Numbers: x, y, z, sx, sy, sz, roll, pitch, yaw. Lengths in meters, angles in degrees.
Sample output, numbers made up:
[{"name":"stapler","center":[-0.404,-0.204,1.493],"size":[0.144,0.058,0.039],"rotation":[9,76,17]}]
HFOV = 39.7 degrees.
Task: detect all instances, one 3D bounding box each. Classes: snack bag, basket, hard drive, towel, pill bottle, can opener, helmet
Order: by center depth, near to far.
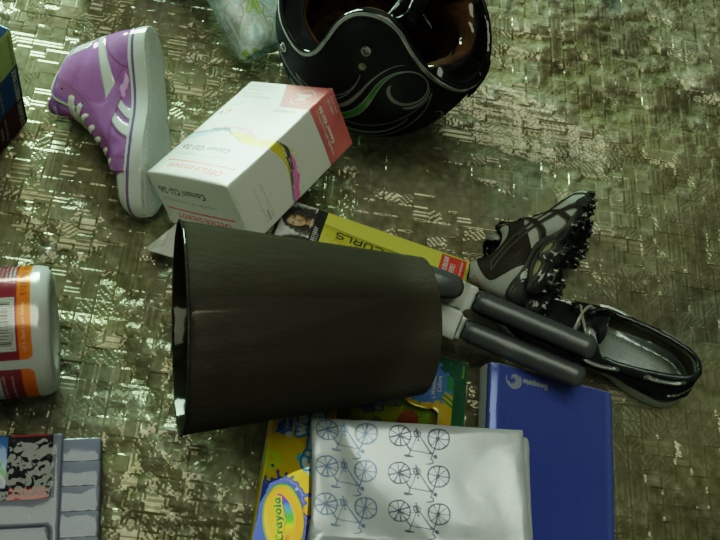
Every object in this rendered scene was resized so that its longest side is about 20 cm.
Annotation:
[{"name":"snack bag","center":[0.048,0.216,0.774],"size":[0.186,0.021,0.202],"rotation":[6,62,-9]},{"name":"basket","center":[-0.045,0.045,0.791],"size":[0.197,0.137,0.182],"rotation":[2,48,-15]},{"name":"pill bottle","center":[-0.354,0.056,0.821],"size":[0.197,0.110,0.111],"rotation":[-3,61,-12]},{"name":"hard drive","center":[0.161,0.191,0.865],"size":[0.131,0.025,0.202],"rotation":[15,62,-19]},{"name":"can opener","center":[0.109,0.044,0.878],"size":[0.198,0.067,0.054],"rotation":[23,87,10]},{"name":"helmet","center":[0.015,-0.232,1.005],"size":[0.199,0.189,0.203],"rotation":[9,77,-44]},{"name":"towel","center":[-0.089,-0.335,1.094],"size":[0.199,0.048,0.172],"rotation":[-28,85,-30]}]

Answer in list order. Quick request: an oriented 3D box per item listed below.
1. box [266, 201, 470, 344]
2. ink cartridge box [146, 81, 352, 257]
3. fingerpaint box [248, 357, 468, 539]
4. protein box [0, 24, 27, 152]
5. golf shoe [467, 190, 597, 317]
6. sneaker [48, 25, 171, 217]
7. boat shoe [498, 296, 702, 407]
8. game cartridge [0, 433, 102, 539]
[{"name":"box","center":[0.000,0.000,0.952],"size":[0.198,0.050,0.076],"rotation":[20,58,0]},{"name":"ink cartridge box","center":[-0.114,-0.095,0.941],"size":[0.116,0.068,0.200],"rotation":[12,48,38]},{"name":"fingerpaint box","center":[-0.001,0.165,0.846],"size":[0.165,0.074,0.202],"rotation":[11,59,-4]},{"name":"protein box","center":[-0.449,-0.152,0.905],"size":[0.197,0.135,0.201],"rotation":[26,59,5]},{"name":"golf shoe","center":[0.171,-0.032,0.976],"size":[0.094,0.079,0.200],"rotation":[16,32,23]},{"name":"sneaker","center":[-0.250,-0.139,0.985],"size":[0.113,0.073,0.203],"rotation":[-9,67,7]},{"name":"boat shoe","center":[0.228,0.062,0.953],"size":[0.198,0.061,0.076],"rotation":[21,59,1]},{"name":"game cartridge","center":[-0.308,0.197,0.796],"size":[0.197,0.038,0.131],"rotation":[-1,65,-11]}]
